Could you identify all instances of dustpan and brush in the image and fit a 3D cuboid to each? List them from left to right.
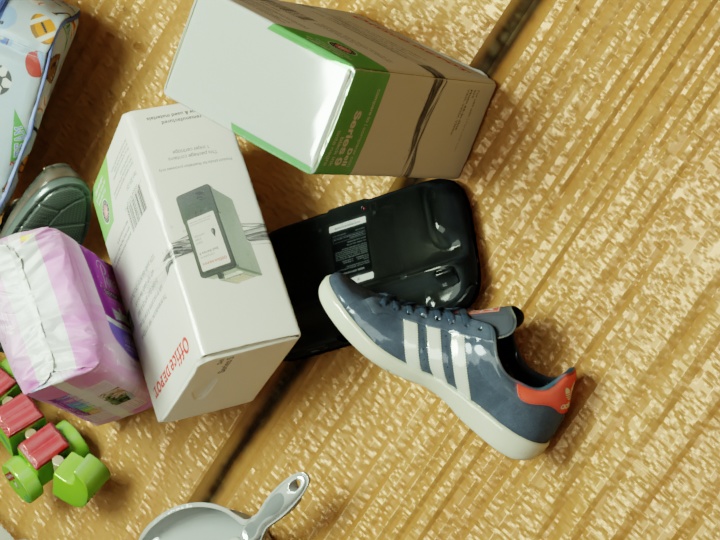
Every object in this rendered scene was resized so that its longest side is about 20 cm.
[{"bbox_3d":[-0.094,0.216,1.657,0.200,0.057,0.140,-43,67,23],"label":"dustpan and brush"}]

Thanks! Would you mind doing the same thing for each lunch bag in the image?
[{"bbox_3d":[-0.291,-0.131,1.746,0.075,0.160,0.201,22,99,-7],"label":"lunch bag"}]

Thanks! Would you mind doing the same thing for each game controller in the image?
[{"bbox_3d":[0.000,0.000,1.627,0.199,0.042,0.105,-16,65,30],"label":"game controller"}]

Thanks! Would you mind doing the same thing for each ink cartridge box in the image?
[{"bbox_3d":[-0.128,-0.006,1.629,0.146,0.083,0.201,127,128,-61],"label":"ink cartridge box"},{"bbox_3d":[-0.018,-0.130,1.543,0.145,0.199,0.085,29,106,29],"label":"ink cartridge box"}]

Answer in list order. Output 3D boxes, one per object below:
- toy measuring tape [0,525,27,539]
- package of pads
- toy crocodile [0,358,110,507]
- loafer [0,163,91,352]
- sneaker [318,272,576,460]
[{"bbox_3d":[-0.333,0.156,1.799,0.200,0.073,0.074,39,108,33],"label":"toy measuring tape"},{"bbox_3d":[-0.219,0.044,1.659,0.075,0.200,0.121,-19,77,6],"label":"package of pads"},{"bbox_3d":[-0.280,0.122,1.762,0.067,0.062,0.200,-36,62,-23],"label":"toy crocodile"},{"bbox_3d":[-0.272,-0.019,1.749,0.063,0.071,0.201,60,141,33],"label":"loafer"},{"bbox_3d":[0.066,0.046,1.542,0.199,0.075,0.085,34,107,4],"label":"sneaker"}]
